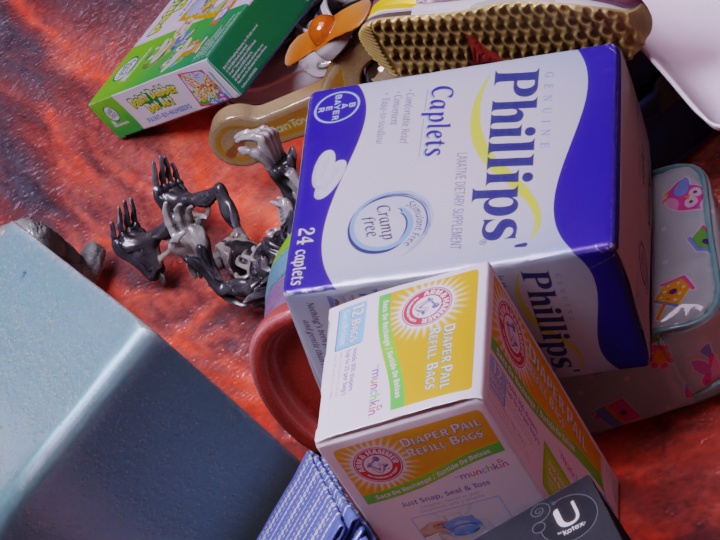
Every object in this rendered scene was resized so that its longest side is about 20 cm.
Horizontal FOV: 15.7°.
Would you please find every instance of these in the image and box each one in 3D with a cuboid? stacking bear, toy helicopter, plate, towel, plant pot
[{"bbox_3d":[0.000,0.000,1.709,0.121,0.114,0.200,-29,29,33],"label":"stacking bear"},{"bbox_3d":[-0.021,-0.127,1.848,0.199,0.132,0.079,-19,40,18],"label":"toy helicopter"},{"bbox_3d":[0.251,-0.175,1.625,0.200,0.032,0.200,-26,50,-14],"label":"plate"},{"bbox_3d":[-0.045,0.186,1.513,0.145,0.024,0.200,-59,10,3],"label":"towel"},{"bbox_3d":[-0.184,0.127,1.653,0.200,0.196,0.196,-50,40,-5],"label":"plant pot"}]

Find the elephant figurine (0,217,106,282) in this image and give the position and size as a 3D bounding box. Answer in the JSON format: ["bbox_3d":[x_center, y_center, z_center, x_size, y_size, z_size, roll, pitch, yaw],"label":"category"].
[{"bbox_3d":[-0.299,0.034,1.863,0.199,0.155,0.142,-11,64,14],"label":"elephant figurine"}]

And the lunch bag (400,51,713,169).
[{"bbox_3d":[0.131,-0.114,1.705,0.200,0.136,0.132,-35,36,-19],"label":"lunch bag"}]

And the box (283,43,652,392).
[{"bbox_3d":[0.068,-0.028,1.549,0.199,0.105,0.184,-8,43,14],"label":"box"}]

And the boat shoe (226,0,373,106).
[{"bbox_3d":[-0.018,-0.173,1.950,0.199,0.066,0.072,-19,40,18],"label":"boat shoe"}]

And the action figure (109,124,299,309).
[{"bbox_3d":[-0.089,-0.033,1.821,0.200,0.102,0.119,8,42,42],"label":"action figure"}]

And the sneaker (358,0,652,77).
[{"bbox_3d":[0.095,-0.174,1.618,0.199,0.075,0.090,2,55,32],"label":"sneaker"}]

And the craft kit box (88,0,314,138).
[{"bbox_3d":[-0.099,-0.200,2.005,0.200,0.049,0.197,-55,19,-26],"label":"craft kit box"}]

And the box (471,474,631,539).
[{"bbox_3d":[0.129,0.227,1.362,0.106,0.122,0.200,-30,38,5],"label":"box"}]

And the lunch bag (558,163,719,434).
[{"bbox_3d":[0.146,0.022,1.613,0.199,0.077,0.161,-18,39,18],"label":"lunch bag"}]

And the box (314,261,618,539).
[{"bbox_3d":[0.064,0.109,1.473,0.101,0.200,0.113,-17,40,20],"label":"box"}]
